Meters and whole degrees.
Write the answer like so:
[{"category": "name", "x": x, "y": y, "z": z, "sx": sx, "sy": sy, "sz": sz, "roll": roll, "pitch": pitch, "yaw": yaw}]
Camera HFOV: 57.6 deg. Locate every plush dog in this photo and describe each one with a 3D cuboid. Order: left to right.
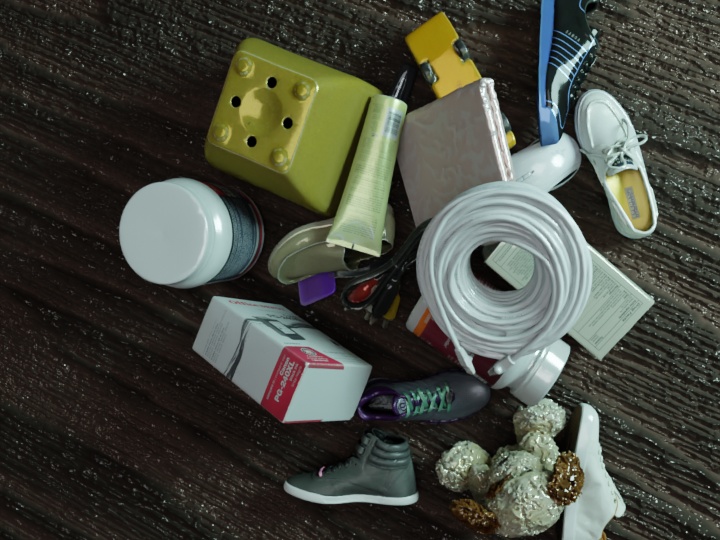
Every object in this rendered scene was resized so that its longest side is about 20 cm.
[{"category": "plush dog", "x": 0.204, "y": 0.283, "z": 0.844, "sx": 0.197, "sy": 0.172, "sz": 0.163, "roll": -31, "pitch": 86, "yaw": 11}]

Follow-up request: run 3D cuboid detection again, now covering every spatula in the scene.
[{"category": "spatula", "x": 0.000, "y": 0.000, "z": 0.946, "sx": 0.195, "sy": 0.021, "sz": 0.058, "roll": -15, "pitch": 66, "yaw": 8}]

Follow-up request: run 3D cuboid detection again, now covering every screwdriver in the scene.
[{"category": "screwdriver", "x": 0.029, "y": -0.194, "z": 0.926, "sx": 0.029, "sy": 0.028, "sz": 0.204, "roll": 24, "pitch": 95, "yaw": -20}]

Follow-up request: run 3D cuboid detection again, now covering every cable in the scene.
[{"category": "cable", "x": 0.040, "y": -0.003, "z": 0.889, "sx": 0.095, "sy": 0.051, "sz": 0.202, "roll": 21, "pitch": 118, "yaw": -18}, {"category": "cable", "x": 0.162, "y": 0.000, "z": 0.746, "sx": 0.198, "sy": 0.069, "sz": 0.202, "roll": -31, "pitch": 99, "yaw": 27}]

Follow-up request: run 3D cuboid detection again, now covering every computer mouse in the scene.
[{"category": "computer mouse", "x": 0.207, "y": -0.119, "z": 0.888, "sx": 0.198, "sy": 0.044, "sz": 0.111, "roll": -34, "pitch": 85, "yaw": 11}]

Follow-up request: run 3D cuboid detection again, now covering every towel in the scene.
[{"category": "towel", "x": 0.121, "y": -0.123, "z": 0.840, "sx": 0.032, "sy": 0.198, "sz": 0.196, "roll": -19, "pitch": 95, "yaw": -30}]

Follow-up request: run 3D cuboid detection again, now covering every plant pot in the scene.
[{"category": "plant pot", "x": -0.100, "y": -0.194, "z": 0.867, "sx": 0.192, "sy": 0.200, "sz": 0.199, "roll": 23, "pitch": 97, "yaw": 10}]

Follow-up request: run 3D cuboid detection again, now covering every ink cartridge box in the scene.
[{"category": "ink cartridge box", "x": -0.106, "y": 0.116, "z": 0.878, "sx": 0.198, "sy": 0.144, "sz": 0.085, "roll": 29, "pitch": 99, "yaw": 35}]

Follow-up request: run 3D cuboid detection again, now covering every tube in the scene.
[{"category": "tube", "x": 0.013, "y": -0.127, "z": 0.872, "sx": 0.057, "sy": 0.051, "sz": 0.205, "roll": 14, "pitch": 91, "yaw": 39}]

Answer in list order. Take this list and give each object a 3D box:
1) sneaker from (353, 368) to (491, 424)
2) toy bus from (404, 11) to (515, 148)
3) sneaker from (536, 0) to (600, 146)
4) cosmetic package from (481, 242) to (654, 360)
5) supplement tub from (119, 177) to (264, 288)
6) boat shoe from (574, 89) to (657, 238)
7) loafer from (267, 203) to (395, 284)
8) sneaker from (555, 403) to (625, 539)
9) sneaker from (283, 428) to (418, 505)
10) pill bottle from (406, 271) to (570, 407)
[{"category": "sneaker", "x": 0.084, "y": 0.186, "z": 0.907, "sx": 0.195, "sy": 0.087, "sz": 0.077, "roll": -8, "pitch": 92, "yaw": 12}, {"category": "toy bus", "x": 0.133, "y": -0.239, "z": 0.879, "sx": 0.064, "sy": 0.078, "sz": 0.203, "roll": -30, "pitch": 87, "yaw": 10}, {"category": "sneaker", "x": 0.268, "y": -0.262, "z": 0.848, "sx": 0.076, "sy": 0.070, "sz": 0.206, "roll": 3, "pitch": 86, "yaw": 15}, {"category": "cosmetic package", "x": 0.264, "y": 0.006, "z": 0.851, "sx": 0.199, "sy": 0.073, "sz": 0.104, "roll": 40, "pitch": 105, "yaw": -3}, {"category": "supplement tub", "x": -0.224, "y": -0.051, "z": 0.899, "sx": 0.136, "sy": 0.200, "sz": 0.145, "roll": 1, "pitch": 93, "yaw": 10}, {"category": "boat shoe", "x": 0.331, "y": -0.138, "z": 0.841, "sx": 0.073, "sy": 0.086, "sz": 0.207, "roll": -17, "pitch": 90, "yaw": 11}, {"category": "loafer", "x": -0.038, "y": -0.030, "z": 0.913, "sx": 0.196, "sy": 0.076, "sz": 0.069, "roll": -26, "pitch": 54, "yaw": 7}, {"category": "sneaker", "x": 0.313, "y": 0.276, "z": 0.880, "sx": 0.082, "sy": 0.073, "sz": 0.206, "roll": 3, "pitch": 104, "yaw": 7}, {"category": "sneaker", "x": -0.014, "y": 0.277, "z": 0.945, "sx": 0.194, "sy": 0.071, "sz": 0.102, "roll": -1, "pitch": 91, "yaw": 5}, {"category": "pill bottle", "x": 0.168, "y": 0.083, "z": 0.871, "sx": 0.198, "sy": 0.114, "sz": 0.116, "roll": 34, "pitch": 99, "yaw": 8}]
